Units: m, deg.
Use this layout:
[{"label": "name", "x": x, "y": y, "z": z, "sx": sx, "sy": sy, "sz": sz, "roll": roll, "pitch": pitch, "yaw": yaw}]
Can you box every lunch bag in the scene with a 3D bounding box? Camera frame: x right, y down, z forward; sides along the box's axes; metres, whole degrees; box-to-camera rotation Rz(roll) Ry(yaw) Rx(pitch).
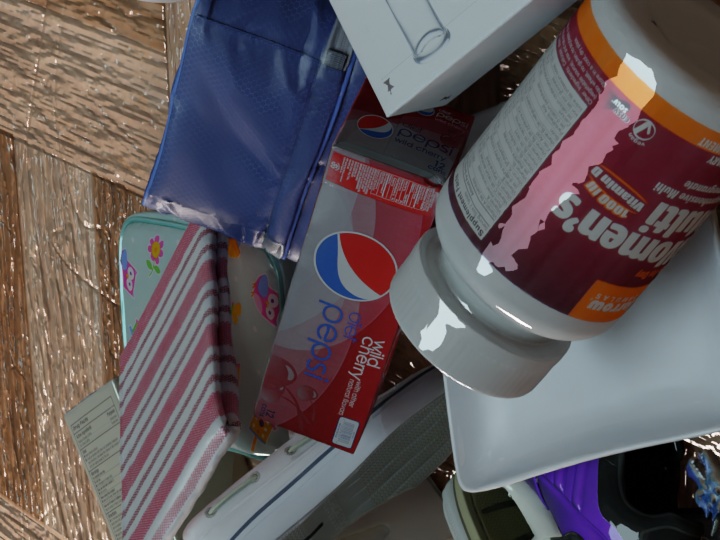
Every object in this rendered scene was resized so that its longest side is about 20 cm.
[{"label": "lunch bag", "x": -0.075, "y": 0.031, "z": 1.447, "sx": 0.200, "sy": 0.077, "sz": 0.161, "roll": 11, "pitch": 107, "yaw": 50}, {"label": "lunch bag", "x": -0.033, "y": -0.098, "z": 1.266, "sx": 0.132, "sy": 0.136, "sz": 0.200, "roll": 19, "pitch": 132, "yaw": 0}]

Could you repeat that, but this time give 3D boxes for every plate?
[{"label": "plate", "x": 0.116, "y": 0.001, "z": 1.167, "sx": 0.200, "sy": 0.032, "sz": 0.200, "roll": -20, "pitch": 72, "yaw": 45}]

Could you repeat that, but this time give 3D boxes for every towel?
[{"label": "towel", "x": -0.105, "y": 0.072, "z": 1.341, "sx": 0.200, "sy": 0.030, "sz": 0.147, "roll": -97, "pitch": 29, "yaw": -46}]

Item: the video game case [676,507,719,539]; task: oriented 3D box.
[{"label": "video game case", "x": 0.178, "y": 0.228, "z": 1.235, "sx": 0.143, "sy": 0.019, "sz": 0.201, "roll": -9, "pitch": 95, "yaw": 55}]

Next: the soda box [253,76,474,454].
[{"label": "soda box", "x": 0.000, "y": 0.000, "z": 1.205, "sx": 0.063, "sy": 0.070, "sz": 0.200, "roll": 21, "pitch": 130, "yaw": 3}]

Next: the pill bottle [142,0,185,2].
[{"label": "pill bottle", "x": -0.114, "y": -0.269, "z": 1.352, "sx": 0.104, "sy": 0.104, "sz": 0.200, "roll": 46, "pitch": 137, "yaw": 33}]

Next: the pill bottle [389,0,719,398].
[{"label": "pill bottle", "x": 0.104, "y": -0.037, "z": 1.079, "sx": 0.110, "sy": 0.109, "sz": 0.200, "roll": 53, "pitch": 123, "yaw": 26}]

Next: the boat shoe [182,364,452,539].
[{"label": "boat shoe", "x": -0.017, "y": 0.106, "z": 1.299, "sx": 0.067, "sy": 0.200, "sz": 0.074, "roll": 40, "pitch": 157, "yaw": 32}]

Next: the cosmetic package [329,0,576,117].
[{"label": "cosmetic package", "x": 0.054, "y": -0.187, "z": 1.070, "sx": 0.200, "sy": 0.052, "sz": 0.151, "roll": -37, "pitch": 77, "yaw": 43}]

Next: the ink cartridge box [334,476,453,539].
[{"label": "ink cartridge box", "x": -0.041, "y": 0.206, "z": 1.416, "sx": 0.084, "sy": 0.146, "sz": 0.200, "roll": 54, "pitch": 140, "yaw": 24}]

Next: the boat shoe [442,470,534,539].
[{"label": "boat shoe", "x": 0.101, "y": 0.198, "z": 1.248, "sx": 0.200, "sy": 0.075, "sz": 0.068, "roll": 57, "pitch": 136, "yaw": 20}]

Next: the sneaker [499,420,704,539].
[{"label": "sneaker", "x": 0.125, "y": 0.097, "z": 1.218, "sx": 0.100, "sy": 0.069, "sz": 0.200, "roll": -50, "pitch": 45, "yaw": 21}]

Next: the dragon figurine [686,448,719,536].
[{"label": "dragon figurine", "x": 0.241, "y": 0.131, "z": 1.073, "sx": 0.200, "sy": 0.059, "sz": 0.100, "roll": 44, "pitch": 136, "yaw": 35}]

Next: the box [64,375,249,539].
[{"label": "box", "x": -0.124, "y": 0.168, "z": 1.571, "sx": 0.095, "sy": 0.078, "sz": 0.201, "roll": -32, "pitch": 77, "yaw": 55}]
